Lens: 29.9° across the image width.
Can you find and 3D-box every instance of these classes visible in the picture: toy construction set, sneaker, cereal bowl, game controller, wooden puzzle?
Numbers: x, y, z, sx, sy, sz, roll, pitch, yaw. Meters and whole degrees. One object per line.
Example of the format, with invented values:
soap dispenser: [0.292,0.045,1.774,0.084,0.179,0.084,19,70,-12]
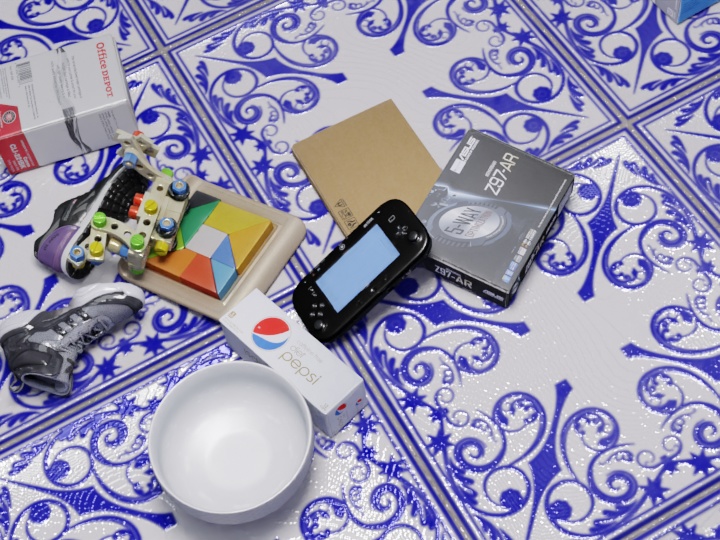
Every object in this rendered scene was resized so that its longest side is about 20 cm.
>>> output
toy construction set: [-0.298,-0.083,1.778,0.130,0.092,0.201,13,72,1]
sneaker: [-0.373,-0.087,1.841,0.087,0.076,0.201,20,61,26]
sneaker: [-0.363,0.094,1.720,0.199,0.076,0.114,-19,57,2]
cereal bowl: [-0.149,0.213,1.604,0.198,0.084,0.201,-3,57,5]
game controller: [0.000,0.000,1.713,0.200,0.042,0.104,-43,60,8]
wooden puzzle: [-0.200,-0.033,1.802,0.199,0.037,0.185,24,62,21]

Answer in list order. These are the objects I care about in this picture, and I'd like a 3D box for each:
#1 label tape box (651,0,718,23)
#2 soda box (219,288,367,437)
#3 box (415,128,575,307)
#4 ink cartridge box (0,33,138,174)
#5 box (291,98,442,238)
label tape box: [0.465,-0.473,1.990,0.143,0.066,0.200,-29,59,-12]
soda box: [-0.084,0.113,1.674,0.068,0.064,0.200,-41,62,-19]
box: [0.166,-0.072,1.759,0.159,0.044,0.201,27,67,16]
ink cartridge box: [-0.430,-0.241,1.942,0.199,0.084,0.145,-17,55,-3]
box: [0.019,-0.133,1.848,0.163,0.021,0.201,-26,57,-10]
